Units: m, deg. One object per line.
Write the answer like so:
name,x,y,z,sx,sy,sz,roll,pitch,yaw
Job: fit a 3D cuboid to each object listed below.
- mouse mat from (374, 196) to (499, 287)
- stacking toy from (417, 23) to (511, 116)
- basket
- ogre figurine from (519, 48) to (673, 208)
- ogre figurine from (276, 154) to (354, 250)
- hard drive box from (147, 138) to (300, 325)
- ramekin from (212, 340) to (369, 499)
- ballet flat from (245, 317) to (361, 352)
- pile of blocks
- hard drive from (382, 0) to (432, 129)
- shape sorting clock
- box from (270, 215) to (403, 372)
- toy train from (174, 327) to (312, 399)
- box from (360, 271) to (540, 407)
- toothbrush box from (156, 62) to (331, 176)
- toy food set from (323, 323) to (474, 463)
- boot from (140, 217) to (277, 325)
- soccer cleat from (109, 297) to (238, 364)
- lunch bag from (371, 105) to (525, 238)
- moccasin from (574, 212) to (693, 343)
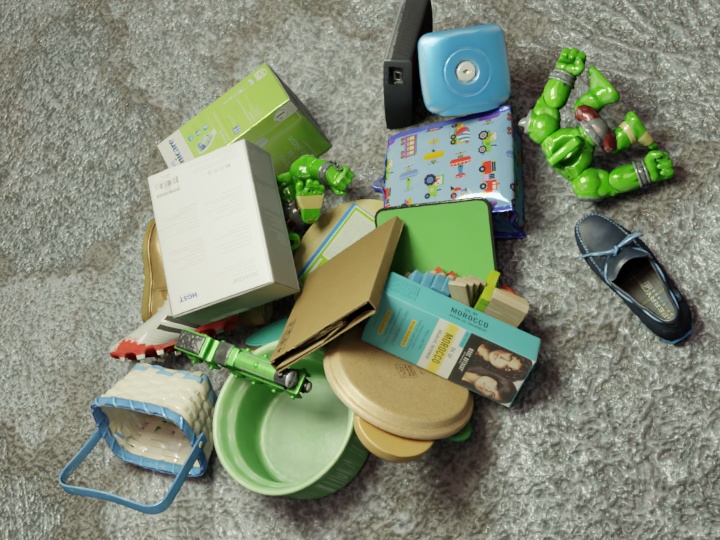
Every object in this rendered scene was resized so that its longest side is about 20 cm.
mouse mat,0.100,0.012,1.365,0.161,0.008,0.200,-5,96,25
stacking toy,0.125,-0.272,1.448,0.116,0.200,0.110,-9,103,-3
basket,-0.280,0.226,1.413,0.176,0.139,0.200,8,41,28
ogre figurine,0.286,-0.171,1.345,0.120,0.098,0.200,-38,100,10
ogre figurine,-0.104,-0.088,1.488,0.200,0.098,0.120,-60,28,18
hard drive box,-0.181,-0.048,1.404,0.156,0.077,0.200,-18,73,20
ramekin,-0.079,0.196,1.370,0.200,0.098,0.200,-9,65,21
ballet flat,-0.075,0.090,1.420,0.200,0.065,0.071,-23,22,44
pile of blocks,0.116,0.018,1.316,0.200,0.082,0.062,10,52,20
hard drive,0.065,-0.285,1.459,0.042,0.200,0.135,14,73,7
shape sorting clock,0.000,0.000,1.452,0.200,0.039,0.200,-8,69,21
box,-0.026,0.026,1.322,0.163,0.021,0.200,-33,19,28
toy train,-0.149,0.115,1.346,0.200,0.056,0.042,15,75,30
box,0.108,0.084,1.288,0.200,0.082,0.049,24,35,2
toothbrush box,-0.165,-0.180,1.545,0.200,0.146,0.086,-35,59,7
toy food set,0.049,0.138,1.294,0.200,0.198,0.049,46,130,31
boot,-0.215,-0.001,1.542,0.200,0.066,0.176,-6,79,24
soccer cleat,-0.262,0.073,1.486,0.200,0.069,0.085,-19,74,17
lunch bag,0.110,-0.119,1.410,0.200,0.094,0.151,-5,67,16
moccasin,0.330,-0.004,1.284,0.080,0.068,0.200,-42,58,3
